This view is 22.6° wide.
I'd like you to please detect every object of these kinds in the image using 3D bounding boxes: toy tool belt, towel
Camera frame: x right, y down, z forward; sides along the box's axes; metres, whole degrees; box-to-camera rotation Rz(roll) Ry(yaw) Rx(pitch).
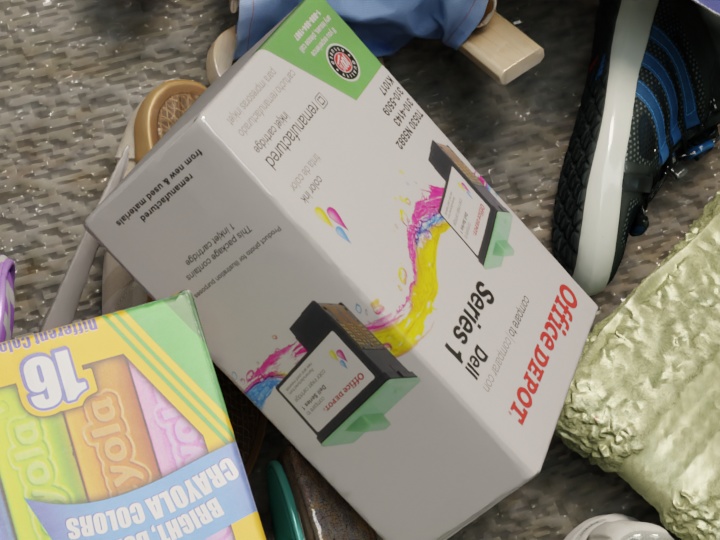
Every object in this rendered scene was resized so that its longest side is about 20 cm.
[{"bbox_3d":[-0.020,-0.133,0.853,0.199,0.125,0.124,-8,67,-10],"label":"toy tool belt"},{"bbox_3d":[0.193,0.046,0.867,0.148,0.037,0.200,41,64,9],"label":"towel"}]

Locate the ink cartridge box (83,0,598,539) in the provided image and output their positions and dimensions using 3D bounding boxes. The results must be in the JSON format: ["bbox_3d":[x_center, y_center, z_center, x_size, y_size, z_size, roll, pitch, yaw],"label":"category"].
[{"bbox_3d":[0.000,0.000,0.777,0.200,0.084,0.145,47,32,-10],"label":"ink cartridge box"}]

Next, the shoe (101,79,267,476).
[{"bbox_3d":[-0.084,0.014,0.843,0.070,0.053,0.201,6,75,-40],"label":"shoe"}]

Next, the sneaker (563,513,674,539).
[{"bbox_3d":[0.165,0.193,0.807,0.075,0.081,0.200,-40,84,-18],"label":"sneaker"}]

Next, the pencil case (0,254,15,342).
[{"bbox_3d":[-0.250,0.024,0.796,0.199,0.084,0.086,7,104,-5],"label":"pencil case"}]

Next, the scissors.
[{"bbox_3d":[-0.142,0.042,0.773,0.073,0.014,0.201,-4,117,-39],"label":"scissors"}]

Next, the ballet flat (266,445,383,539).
[{"bbox_3d":[0.007,0.173,0.802,0.067,0.068,0.201,-9,85,-16],"label":"ballet flat"}]

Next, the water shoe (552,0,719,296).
[{"bbox_3d":[0.150,-0.078,0.886,0.078,0.072,0.201,16,73,-5],"label":"water shoe"}]

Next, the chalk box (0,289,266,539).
[{"bbox_3d":[-0.097,0.131,0.691,0.123,0.125,0.201,-15,76,-14],"label":"chalk box"}]

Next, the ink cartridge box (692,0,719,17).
[{"bbox_3d":[0.125,-0.204,0.873,0.199,0.043,0.197,28,30,0],"label":"ink cartridge box"}]
